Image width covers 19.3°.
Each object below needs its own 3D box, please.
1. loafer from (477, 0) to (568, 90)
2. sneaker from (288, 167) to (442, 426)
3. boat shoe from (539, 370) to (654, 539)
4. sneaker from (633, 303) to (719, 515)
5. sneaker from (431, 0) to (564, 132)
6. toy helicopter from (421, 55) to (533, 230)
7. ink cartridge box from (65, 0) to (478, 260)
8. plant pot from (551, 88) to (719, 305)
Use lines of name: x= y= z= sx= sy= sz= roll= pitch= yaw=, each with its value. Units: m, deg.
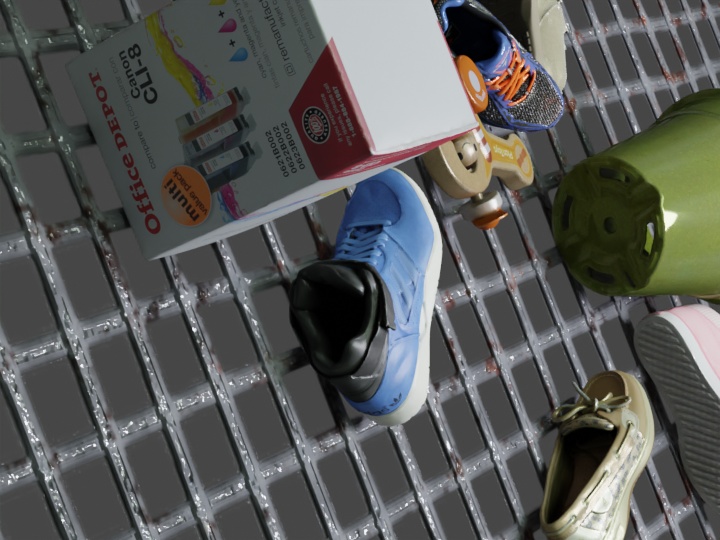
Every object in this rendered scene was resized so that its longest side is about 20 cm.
loafer: x=0.144 y=-0.231 z=1.883 sx=0.068 sy=0.075 sz=0.202 roll=26 pitch=60 yaw=-49
sneaker: x=0.001 y=0.000 z=1.506 sx=0.111 sy=0.076 sz=0.202 roll=40 pitch=46 yaw=-52
boat shoe: x=0.187 y=0.149 z=1.704 sx=0.063 sy=0.073 sz=0.201 roll=50 pitch=36 yaw=-31
sneaker: x=0.327 y=0.120 z=1.934 sx=0.104 sy=0.075 sz=0.201 roll=-21 pitch=85 yaw=-54
sneaker: x=0.101 y=-0.172 z=1.748 sx=0.199 sy=0.078 sz=0.076 roll=33 pitch=88 yaw=-34
toy helicopter: x=0.099 y=-0.088 z=1.718 sx=0.200 sy=0.078 sz=0.133 roll=9 pitch=60 yaw=-63
ink cartridge box: x=-0.058 y=-0.114 z=1.372 sx=0.144 sy=0.199 sz=0.146 roll=-21 pitch=88 yaw=-56
plant pot: x=0.272 y=-0.051 z=1.878 sx=0.189 sy=0.199 sz=0.202 roll=-14 pitch=83 yaw=-46
